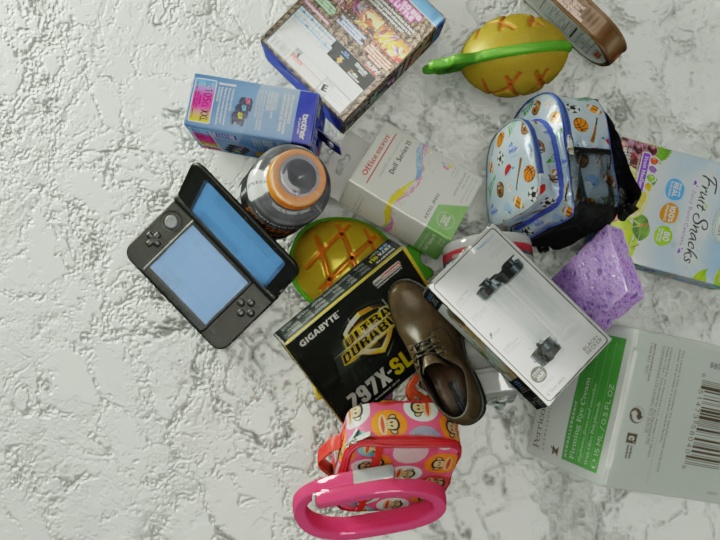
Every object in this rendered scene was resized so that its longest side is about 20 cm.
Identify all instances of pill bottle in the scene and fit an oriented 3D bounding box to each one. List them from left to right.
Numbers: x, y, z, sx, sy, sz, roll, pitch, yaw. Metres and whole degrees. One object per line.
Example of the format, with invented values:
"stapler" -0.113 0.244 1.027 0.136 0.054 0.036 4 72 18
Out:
"pill bottle" -0.100 -0.103 1.226 0.106 0.200 0.107 1 84 -14
"pill bottle" 0.175 0.060 1.221 0.119 0.120 0.201 -6 78 -1

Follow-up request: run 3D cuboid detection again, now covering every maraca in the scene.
"maraca" 0.000 0.000 1.282 0.199 0.107 0.138 15 78 -8
"maraca" 0.185 -0.286 1.267 0.199 0.137 0.107 -9 92 -6

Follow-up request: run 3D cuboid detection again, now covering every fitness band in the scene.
"fitness band" 0.011 0.302 1.205 0.199 0.144 0.038 -13 51 13

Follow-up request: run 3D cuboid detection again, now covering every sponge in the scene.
"sponge" 0.276 0.046 1.208 0.030 0.200 0.112 16 45 -24

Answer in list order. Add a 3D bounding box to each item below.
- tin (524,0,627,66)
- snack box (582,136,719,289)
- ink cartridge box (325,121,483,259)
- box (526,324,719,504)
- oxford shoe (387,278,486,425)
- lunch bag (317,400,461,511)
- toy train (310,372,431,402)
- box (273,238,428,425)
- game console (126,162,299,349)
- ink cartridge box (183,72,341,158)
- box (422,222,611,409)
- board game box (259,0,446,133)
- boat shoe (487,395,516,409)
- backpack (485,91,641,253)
"tin" 0.281 -0.359 1.295 0.200 0.112 0.042 44 98 1
"snack box" 0.430 -0.078 1.312 0.199 0.068 0.169 14 88 -3
"ink cartridge box" 0.051 -0.120 1.285 0.200 0.067 0.117 30 63 -1
"box" 0.360 0.177 1.227 0.199 0.171 0.200 14 88 -23
"oxford shoe" 0.090 0.094 1.150 0.073 0.084 0.200 -34 74 12
"lunch bag" 0.032 0.244 1.230 0.175 0.200 0.082 2 51 -8
"toy train" 0.022 0.148 1.307 0.200 0.056 0.151 30 80 1
"box" 0.011 0.083 1.228 0.200 0.049 0.160 -39 119 -10
"game console" -0.204 -0.014 1.267 0.176 0.116 0.200 -44 89 2
"ink cartridge box" -0.121 -0.196 1.260 0.199 0.136 0.077 8 84 2
"box" 0.185 0.055 1.131 0.200 0.060 0.117 44 80 7
"board game box" -0.011 -0.319 1.293 0.200 0.097 0.159 -45 90 -2
"boat shoe" 0.224 0.154 1.300 0.201 0.074 0.065 -24 91 -10
"backpack" 0.253 -0.137 1.253 0.154 0.200 0.191 11 71 -24
